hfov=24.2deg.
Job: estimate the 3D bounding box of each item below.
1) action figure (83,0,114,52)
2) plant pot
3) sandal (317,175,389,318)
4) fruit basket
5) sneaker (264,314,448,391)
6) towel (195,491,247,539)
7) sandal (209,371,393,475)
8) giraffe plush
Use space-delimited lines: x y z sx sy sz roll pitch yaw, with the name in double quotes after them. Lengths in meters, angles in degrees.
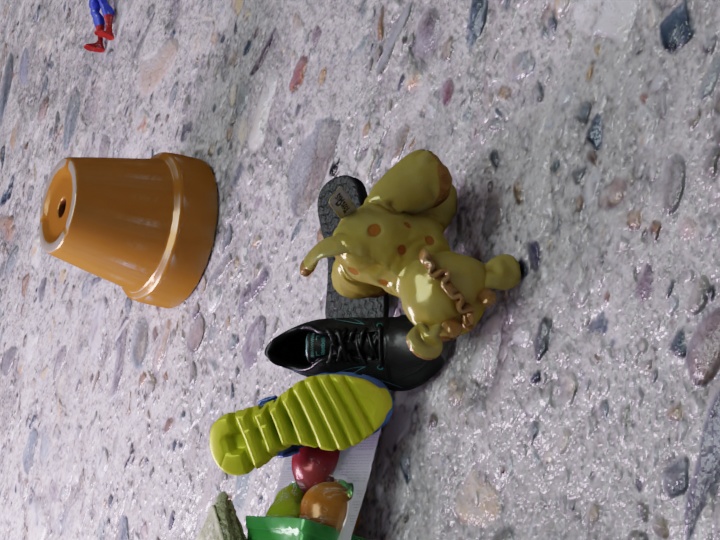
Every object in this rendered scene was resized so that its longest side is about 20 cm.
-0.432 -0.449 2.621 0.065 0.098 0.202 -37 46 46 "action figure"
-0.310 -0.067 2.173 0.200 0.182 0.202 -30 54 52 "plant pot"
0.001 -0.001 1.744 0.075 0.048 0.203 -17 69 34 "sandal"
-0.038 0.231 1.718 0.185 0.093 0.202 -12 53 57 "fruit basket"
-0.006 0.082 1.657 0.198 0.079 0.076 -6 82 35 "sneaker"
-0.140 0.345 1.723 0.201 0.036 0.149 -114 33 -45 "towel"
-0.053 0.146 1.676 0.198 0.087 0.080 -15 90 26 "sandal"
0.061 -0.003 1.573 0.162 0.200 0.173 42 103 19 "giraffe plush"
